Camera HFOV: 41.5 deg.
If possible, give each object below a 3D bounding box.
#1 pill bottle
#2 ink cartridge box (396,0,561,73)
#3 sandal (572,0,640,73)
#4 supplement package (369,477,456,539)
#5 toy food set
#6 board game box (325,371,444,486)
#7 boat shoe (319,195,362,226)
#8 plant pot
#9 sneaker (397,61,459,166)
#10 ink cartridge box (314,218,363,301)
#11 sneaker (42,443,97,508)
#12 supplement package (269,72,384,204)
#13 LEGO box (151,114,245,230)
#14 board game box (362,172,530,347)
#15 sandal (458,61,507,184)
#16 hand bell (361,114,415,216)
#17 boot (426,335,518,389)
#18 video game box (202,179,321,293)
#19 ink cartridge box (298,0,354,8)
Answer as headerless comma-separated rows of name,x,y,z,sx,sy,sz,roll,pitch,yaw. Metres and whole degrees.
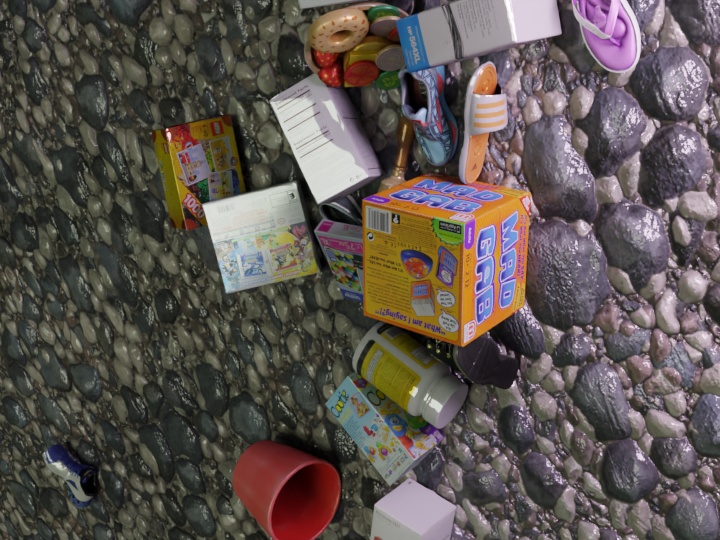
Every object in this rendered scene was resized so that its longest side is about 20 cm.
pill bottle,0.091,0.191,1.730,0.199,0.114,0.116,36,127,26
ink cartridge box,0.177,-0.363,1.414,0.198,0.145,0.086,-4,103,42
sandal,0.333,-0.374,1.339,0.082,0.050,0.205,-15,97,44
supplement package,0.095,0.537,1.859,0.120,0.119,0.203,24,121,33
toy food set,0.006,-0.362,1.543,0.201,0.195,0.049,105,157,-62
board game box,0.046,0.287,1.815,0.201,0.102,0.105,50,132,14
boat shoe,-0.003,-0.060,1.749,0.201,0.061,0.073,51,129,12
plant pot,-0.168,0.462,2.026,0.176,0.199,0.204,21,120,44
sneaker,0.098,-0.255,1.546,0.078,0.096,0.202,2,122,34
ink cartridge box,0.000,0.000,1.734,0.118,0.042,0.201,12,142,37
sneaker,-0.807,0.571,2.703,0.115,0.080,0.201,-36,89,39
supplement package,-0.057,-0.233,1.675,0.108,0.114,0.202,-26,88,18
LEGO box,-0.319,-0.198,1.906,0.077,0.147,0.203,10,114,54
board game box,0.139,-0.026,1.544,0.198,0.199,0.203,16,117,36
sandal,0.203,-0.227,1.500,0.059,0.079,0.209,25,130,30
hand bell,0.068,-0.183,1.637,0.103,0.103,0.203,20,108,34
boot,0.164,0.136,1.605,0.153,0.203,0.074,21,85,39
video game box,-0.191,-0.066,1.860,0.197,0.047,0.185,-12,98,9
ink cartridge box,0.011,-0.465,1.482,0.145,0.199,0.084,4,109,40
